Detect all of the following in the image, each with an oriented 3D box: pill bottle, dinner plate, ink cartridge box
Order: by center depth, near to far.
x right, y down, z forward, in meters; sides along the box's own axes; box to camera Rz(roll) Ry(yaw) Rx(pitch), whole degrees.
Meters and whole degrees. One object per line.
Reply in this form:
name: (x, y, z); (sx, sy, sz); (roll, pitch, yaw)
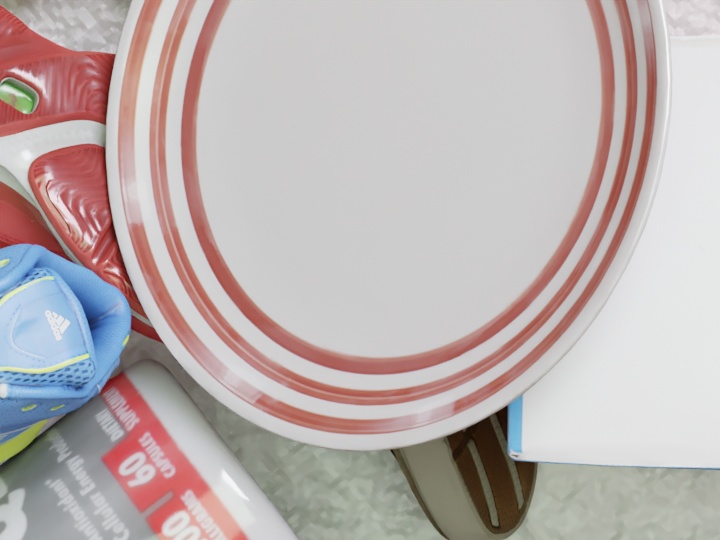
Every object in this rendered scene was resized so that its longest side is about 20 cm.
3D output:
dinner plate: (0.008, -0.046, 0.890); (0.199, 0.024, 0.202); (-4, 82, 32)
ink cartridge box: (0.125, 0.000, 0.961); (0.124, 0.200, 0.130); (0, 87, 13)
pill bottle: (-0.113, 0.131, 0.965); (0.200, 0.114, 0.114); (-38, 90, -6)

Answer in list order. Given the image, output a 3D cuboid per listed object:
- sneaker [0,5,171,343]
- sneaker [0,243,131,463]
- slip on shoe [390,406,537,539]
sneaker: (-0.112, -0.026, 0.988); (0.200, 0.115, 0.079); (37, 61, -12)
sneaker: (-0.143, 0.026, 0.874); (0.105, 0.200, 0.076); (-28, 83, 32)
slip on shoe: (0.000, 0.000, 1.012); (0.060, 0.076, 0.201); (-19, 98, 34)
